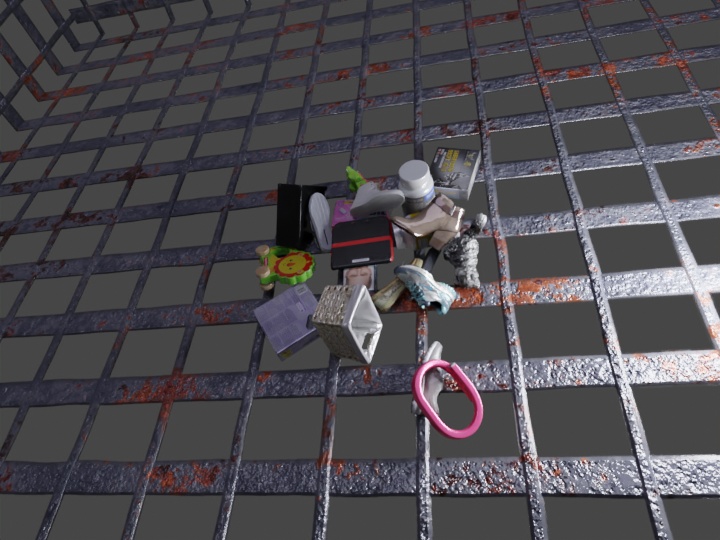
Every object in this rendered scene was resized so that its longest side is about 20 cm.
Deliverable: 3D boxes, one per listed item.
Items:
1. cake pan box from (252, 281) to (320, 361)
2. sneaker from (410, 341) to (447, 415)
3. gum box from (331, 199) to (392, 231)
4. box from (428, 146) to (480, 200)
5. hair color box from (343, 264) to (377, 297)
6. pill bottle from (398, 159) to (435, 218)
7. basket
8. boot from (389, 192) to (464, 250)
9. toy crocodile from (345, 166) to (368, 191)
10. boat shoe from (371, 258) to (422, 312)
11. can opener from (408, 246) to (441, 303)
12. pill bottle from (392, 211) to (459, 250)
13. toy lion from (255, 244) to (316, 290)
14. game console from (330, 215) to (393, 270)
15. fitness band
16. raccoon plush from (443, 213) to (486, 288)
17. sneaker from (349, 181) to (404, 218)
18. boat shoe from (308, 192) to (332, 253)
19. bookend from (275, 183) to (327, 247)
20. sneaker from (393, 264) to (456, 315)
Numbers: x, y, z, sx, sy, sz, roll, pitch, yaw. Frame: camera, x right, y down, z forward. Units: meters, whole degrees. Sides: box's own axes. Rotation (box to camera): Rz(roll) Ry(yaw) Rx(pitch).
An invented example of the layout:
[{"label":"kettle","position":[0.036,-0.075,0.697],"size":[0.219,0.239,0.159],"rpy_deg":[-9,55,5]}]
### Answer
[{"label":"cake pan box","position":[-0.205,0.144,1.552],"size":[0.182,0.053,0.200],"rpy_deg":[-31,52,-13]},{"label":"sneaker","position":[0.187,0.283,1.337],"size":[0.080,0.075,0.203],"rpy_deg":[16,62,7]},{"label":"gum box","position":[0.000,-0.174,1.732],"size":[0.195,0.067,0.115],"rpy_deg":[-1,53,14]},{"label":"box","position":[0.317,-0.337,1.787],"size":[0.155,0.049,0.202],"rpy_deg":[10,56,22]},{"label":"hair color box","position":[0.000,0.000,1.601],"size":[0.098,0.061,0.203],"rpy_deg":[-8,52,9]},{"label":"pill bottle","position":[0.181,-0.243,1.650],"size":[0.111,0.202,0.116],"rpy_deg":[-7,51,9]},{"label":"basket","position":[-0.035,0.143,1.412],"size":[0.121,0.202,0.137],"rpy_deg":[5,53,24]},{"label":"boot","position":[0.202,-0.159,1.521],"size":[0.198,0.070,0.148],"rpy_deg":[29,94,-4]},{"label":"toy crocodile","position":[0.004,-0.298,1.829],"size":[0.061,0.068,0.201],"rpy_deg":[-25,53,-13]},{"label":"boat shoe","position":[0.110,0.031,1.525],"size":[0.063,0.073,0.201],"rpy_deg":[41,70,-2]},{"label":"can opener","position":[0.202,0.017,1.552],"size":[0.066,0.053,0.202],"rpy_deg":[33,62,-3]},{"label":"pill bottle","position":[0.202,-0.127,1.612],"size":[0.196,0.113,0.114],"rpy_deg":[-12,50,5]},{"label":"toy lion","position":[-0.238,-0.020,1.660],"size":[0.188,0.070,0.201],"rpy_deg":[-13,36,-3]},{"label":"game console","position":[0.003,-0.085,1.612],"size":[0.196,0.031,0.180],"rpy_deg":[-8,57,11]},{"label":"fitness band","position":[0.212,0.312,1.266],"size":[0.143,0.038,0.201],"rpy_deg":[-34,80,-25]},{"label":"raccoon plush","position":[0.318,-0.046,1.484],"size":[0.095,0.202,0.135],"rpy_deg":[-3,43,-30]},{"label":"sneaker","position":[0.058,-0.246,1.655],"size":[0.197,0.074,0.117],"rpy_deg":[-11,48,33]},{"label":"boat shoe","position":[-0.138,-0.151,1.704],"size":[0.071,0.071,0.204],"rpy_deg":[-4,77,-27]},{"label":"bookend","position":[-0.198,-0.191,1.766],"size":[0.090,0.203,0.199],"rpy_deg":[7,10,21]},{"label":"sneaker","position":[0.176,0.055,1.455],"size":[0.197,0.078,0.088],"rpy_deg":[29,68,-9]}]
